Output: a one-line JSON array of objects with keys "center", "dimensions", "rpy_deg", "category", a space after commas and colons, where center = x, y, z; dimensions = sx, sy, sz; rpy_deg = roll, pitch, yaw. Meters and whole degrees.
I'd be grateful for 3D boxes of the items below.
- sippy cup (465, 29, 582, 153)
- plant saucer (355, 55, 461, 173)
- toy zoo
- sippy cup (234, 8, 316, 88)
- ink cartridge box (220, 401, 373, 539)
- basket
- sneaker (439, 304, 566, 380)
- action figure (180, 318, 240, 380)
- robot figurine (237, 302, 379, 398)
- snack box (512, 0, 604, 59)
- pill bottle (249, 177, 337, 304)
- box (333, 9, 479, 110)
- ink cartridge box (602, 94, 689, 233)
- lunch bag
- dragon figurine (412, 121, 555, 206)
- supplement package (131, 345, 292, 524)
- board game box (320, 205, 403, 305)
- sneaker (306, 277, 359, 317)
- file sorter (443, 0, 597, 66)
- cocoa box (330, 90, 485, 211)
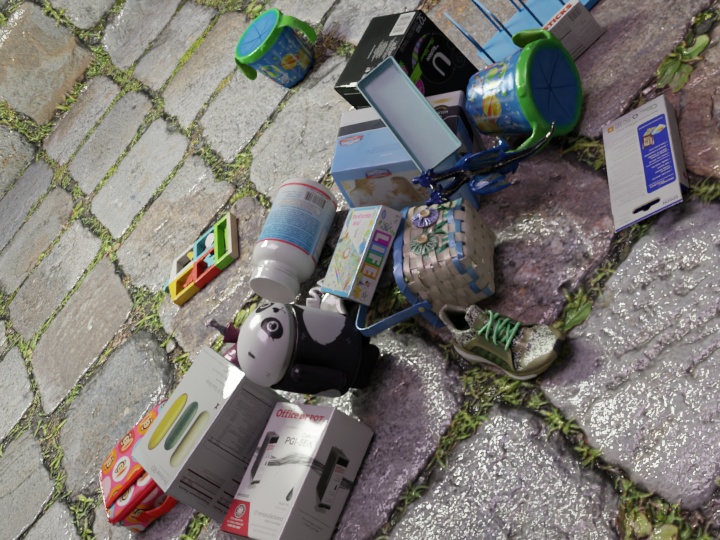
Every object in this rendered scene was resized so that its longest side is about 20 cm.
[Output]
[{"center": [0.227, -0.251, 1.548], "dimensions": [0.130, 0.140, 0.178], "rpy_deg": [-8, 29, 45], "category": "sippy cup"}, {"center": [0.070, -0.223, 1.551], "dimensions": [0.070, 0.019, 0.200], "rpy_deg": [-38, 59, 7], "category": "plant saucer"}, {"center": [-0.318, -0.014, 2.127], "dimensions": [0.200, 0.020, 0.132], "rpy_deg": [-39, 34, 20], "category": "toy zoo"}, {"center": [-0.175, -0.463, 2.287], "dimensions": [0.140, 0.130, 0.178], "rpy_deg": [-57, 32, -7], "category": "sippy cup"}, {"center": [-0.088, 0.288, 1.481], "dimensions": [0.146, 0.083, 0.201], "rpy_deg": [-5, 55, 50], "category": "ink cartridge box"}, {"center": [0.084, -0.006, 1.500], "dimensions": [0.199, 0.139, 0.177], "rpy_deg": [-28, 36, 28], "category": "basket"}, {"center": [0.169, 0.081, 1.356], "dimensions": [0.200, 0.089, 0.077], "rpy_deg": [5, 62, 53], "category": "sneaker"}, {"center": [-0.194, 0.154, 1.761], "dimensions": [0.200, 0.149, 0.134], "rpy_deg": [-41, 50, -19], "category": "action figure"}, {"center": [-0.075, 0.112, 1.523], "dimensions": [0.150, 0.199, 0.126], "rpy_deg": [-25, 57, 60], "category": "robot figurine"}, {"center": [0.272, -0.318, 1.635], "dimensions": [0.200, 0.072, 0.024], "rpy_deg": [-43, 35, 14], "category": "snack box"}, {"center": [-0.117, -0.049, 1.827], "dimensions": [0.108, 0.109, 0.201], "rpy_deg": [-12, 48, 45], "category": "pill bottle"}, {"center": [0.088, -0.292, 1.721], "dimensions": [0.124, 0.200, 0.149], "rpy_deg": [8, 65, 52], "category": "box"}, {"center": [0.363, -0.132, 1.373], "dimensions": [0.094, 0.037, 0.201], "rpy_deg": [-28, 37, 32], "category": "ink cartridge box"}, {"center": [-0.338, 0.329, 1.765], "dimensions": [0.200, 0.082, 0.176], "rpy_deg": [-46, 36, 13], "category": "lunch bag"}, {"center": [0.172, -0.138, 1.456], "dimensions": [0.199, 0.059, 0.099], "rpy_deg": [-15, 16, 22], "category": "dragon figurine"}, {"center": [-0.206, 0.249, 1.604], "dimensions": [0.200, 0.151, 0.152], "rpy_deg": [-56, 33, -7], "category": "supplement package"}, {"center": [-0.002, -0.023, 1.540], "dimensions": [0.200, 0.034, 0.135], "rpy_deg": [-170, 100, -77], "category": "board game box"}, {"center": [0.000, 0.000, 1.680], "dimensions": [0.081, 0.075, 0.201], "rpy_deg": [22, 76, 40], "category": "sneaker"}, {"center": [0.253, -0.426, 1.721], "dimensions": [0.200, 0.123, 0.139], "rpy_deg": [-44, 33, 11], "category": "file sorter"}, {"center": [0.074, -0.166, 1.629], "dimensions": [0.199, 0.134, 0.132], "rpy_deg": [-7, 51, 22], "category": "cocoa box"}]
